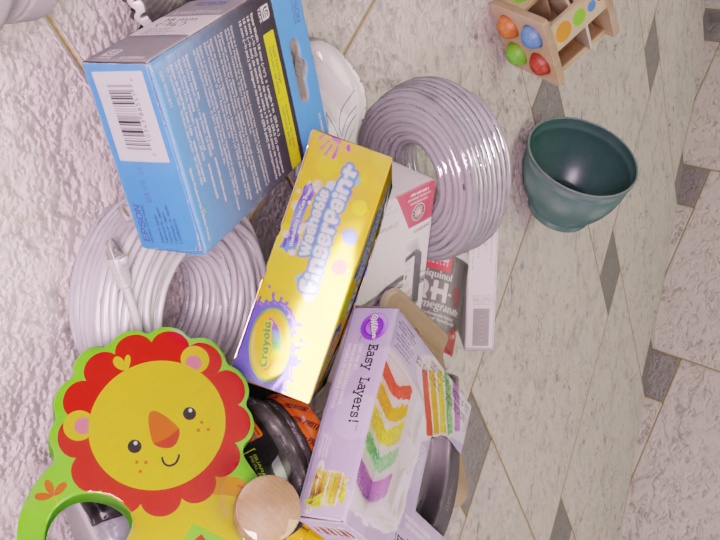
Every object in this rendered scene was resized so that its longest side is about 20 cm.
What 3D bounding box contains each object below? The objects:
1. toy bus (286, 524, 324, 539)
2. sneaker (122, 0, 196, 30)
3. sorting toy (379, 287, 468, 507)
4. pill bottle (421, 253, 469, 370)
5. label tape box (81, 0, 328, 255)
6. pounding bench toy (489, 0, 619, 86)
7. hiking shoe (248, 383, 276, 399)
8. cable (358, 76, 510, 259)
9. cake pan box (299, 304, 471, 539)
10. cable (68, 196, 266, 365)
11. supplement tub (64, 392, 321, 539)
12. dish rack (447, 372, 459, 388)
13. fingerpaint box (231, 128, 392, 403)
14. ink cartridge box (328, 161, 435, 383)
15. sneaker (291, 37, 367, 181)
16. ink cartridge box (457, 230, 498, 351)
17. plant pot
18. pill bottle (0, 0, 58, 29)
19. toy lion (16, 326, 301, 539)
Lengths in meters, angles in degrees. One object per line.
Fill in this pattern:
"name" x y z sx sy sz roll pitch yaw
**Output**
"toy bus" -0.032 0.321 0.916 0.192 0.134 0.202 -48 159 -57
"sneaker" -0.130 -0.203 0.750 0.067 0.089 0.201 -100 170 -45
"sorting toy" 0.064 0.142 0.984 0.185 0.036 0.203 42 39 -57
"pill bottle" 0.077 0.018 1.158 0.110 0.109 0.203 31 67 -58
"label tape box" -0.107 -0.126 0.702 0.200 0.062 0.146 -51 138 -48
"pounding bench toy" 0.280 -0.410 1.468 0.156 0.200 0.125 -41 135 -9
"hiking shoe" -0.091 0.166 0.926 0.101 0.075 0.203 -35 133 -65
"cable" 0.076 -0.113 1.022 0.069 0.200 0.201 -23 147 -35
"cake pan box" 0.029 0.159 0.785 0.200 0.052 0.186 54 46 -47
"cable" -0.156 0.029 0.774 0.199 0.068 0.203 -22 115 -59
"supplement tub" -0.124 0.181 0.733 0.198 0.122 0.124 -23 117 -29
"dish rack" 0.062 0.219 1.146 0.172 0.043 0.203 167 -60 -81
"fingerpaint box" -0.034 0.000 0.779 0.167 0.072 0.203 53 55 -87
"ink cartridge box" 0.000 0.000 0.977 0.145 0.084 0.202 -27 134 -43
"sneaker" -0.039 -0.141 0.964 0.087 0.074 0.203 -38 126 -47
"ink cartridge box" 0.154 -0.012 1.268 0.176 0.044 0.203 -96 -174 -76
"plant pot" 0.372 -0.154 1.621 0.201 0.198 0.135 -56 167 -41
"pill bottle" -0.263 -0.171 0.501 0.200 0.110 0.113 -33 122 -55
"toy lion" -0.151 0.144 0.635 0.199 0.192 0.069 -36 170 -30
